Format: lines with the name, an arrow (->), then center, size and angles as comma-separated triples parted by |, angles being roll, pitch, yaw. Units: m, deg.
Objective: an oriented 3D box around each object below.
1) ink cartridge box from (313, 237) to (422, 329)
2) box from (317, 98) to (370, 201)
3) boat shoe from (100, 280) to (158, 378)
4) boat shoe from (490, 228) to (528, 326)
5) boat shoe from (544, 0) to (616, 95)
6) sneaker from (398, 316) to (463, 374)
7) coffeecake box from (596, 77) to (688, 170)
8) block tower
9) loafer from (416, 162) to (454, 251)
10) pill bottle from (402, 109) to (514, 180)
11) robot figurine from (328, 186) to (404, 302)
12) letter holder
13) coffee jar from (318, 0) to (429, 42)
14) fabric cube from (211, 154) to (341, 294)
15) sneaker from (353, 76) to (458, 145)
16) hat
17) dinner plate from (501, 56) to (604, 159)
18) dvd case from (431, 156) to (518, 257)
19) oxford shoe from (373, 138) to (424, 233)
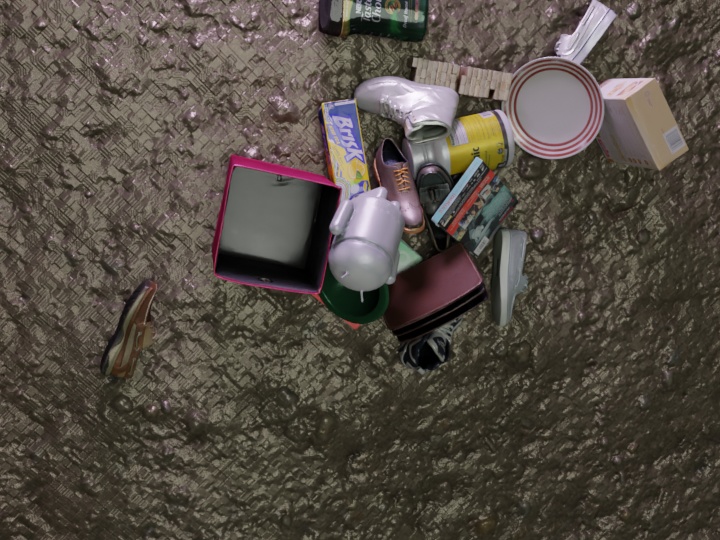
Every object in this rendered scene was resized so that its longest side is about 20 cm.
ink cartridge box -> 0.000, 0.000, 1.600 | 0.161, 0.050, 0.201 | 39, 90, -16
box -> -0.029, -0.215, 1.521 | 0.069, 0.064, 0.202 | -10, 93, -9
boat shoe -> -0.423, 0.115, 1.532 | 0.073, 0.076, 0.201 | 24, 105, -20
boat shoe -> 0.310, 0.016, 1.652 | 0.071, 0.070, 0.203 | 0, 100, -8
boat shoe -> 0.412, -0.434, 1.582 | 0.065, 0.074, 0.201 | 38, 93, 4
sneaker -> 0.162, 0.126, 1.615 | 0.199, 0.130, 0.079 | -45, 108, 1
coffeecake box -> 0.518, -0.285, 1.560 | 0.073, 0.200, 0.154 | -34, 107, -3
block tower -> 0.186, -0.365, 1.553 | 0.198, 0.054, 0.058 | 8, 100, -12
loafer -> 0.149, -0.117, 1.543 | 0.071, 0.063, 0.201 | -8, 141, 8
pill bottle -> 0.185, -0.234, 1.551 | 0.198, 0.111, 0.112 | -13, 104, -7
robot figurine -> 0.010, -0.048, 1.399 | 0.169, 0.112, 0.201 | 39, 52, -31
letter holder -> 0.144, 0.062, 1.549 | 0.199, 0.143, 0.101 | -28, 126, 5
coffee jar -> 0.022, -0.476, 1.479 | 0.198, 0.085, 0.105 | 0, 102, -11
fabric cube -> -0.160, -0.087, 1.470 | 0.194, 0.199, 0.202 | 10, 100, -14
sneaker -> 0.077, -0.292, 1.491 | 0.198, 0.116, 0.074 | 6, 140, 9
hat -> 0.030, -0.017, 1.566 | 0.166, 0.199, 0.176 | 53, 44, -4
dinner plate -> 0.372, -0.315, 1.570 | 0.198, 0.024, 0.202 | 12, 123, 20
dvd case -> 0.226, -0.117, 1.571 | 0.147, 0.022, 0.200 | -54, 143, 4
oxford shoe -> 0.069, -0.157, 1.503 | 0.071, 0.201, 0.073 | -14, 148, -13
